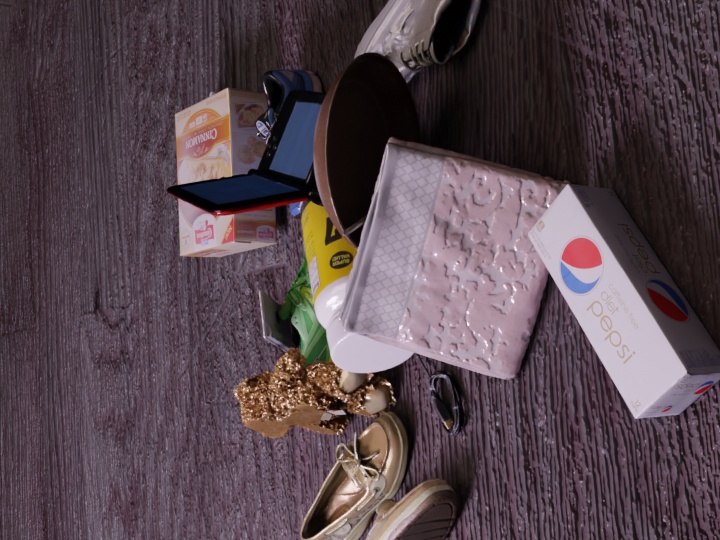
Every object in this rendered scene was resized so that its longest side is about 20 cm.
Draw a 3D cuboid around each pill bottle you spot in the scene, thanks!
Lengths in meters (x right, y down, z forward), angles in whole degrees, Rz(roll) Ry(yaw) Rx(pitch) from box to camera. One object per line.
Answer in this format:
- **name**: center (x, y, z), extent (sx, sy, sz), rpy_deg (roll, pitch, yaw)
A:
- **pill bottle**: center (0.000, 0.000, 1.109), extent (0.114, 0.113, 0.203), rpy_deg (-47, 43, 41)

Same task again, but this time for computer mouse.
- **computer mouse**: center (0.056, 0.099, 1.125), extent (0.201, 0.034, 0.059), rpy_deg (56, 130, 37)

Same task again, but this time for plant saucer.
- **plant saucer**: center (0.004, -0.115, 1.031), extent (0.036, 0.199, 0.205), rpy_deg (2, 90, 29)

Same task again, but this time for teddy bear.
- **teddy bear**: center (-0.053, 0.140, 1.193), extent (0.199, 0.143, 0.068), rpy_deg (-31, 43, 45)

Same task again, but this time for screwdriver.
- **screwdriver**: center (0.039, -0.072, 1.035), extent (0.029, 0.200, 0.028), rpy_deg (48, 132, -3)

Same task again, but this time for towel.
- **towel**: center (0.089, -0.009, 0.976), extent (0.032, 0.187, 0.203), rpy_deg (-86, 11, -71)

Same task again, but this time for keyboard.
- **keyboard**: center (-0.102, 0.066, 1.254), extent (0.200, 0.010, 0.057), rpy_deg (65, -168, -79)

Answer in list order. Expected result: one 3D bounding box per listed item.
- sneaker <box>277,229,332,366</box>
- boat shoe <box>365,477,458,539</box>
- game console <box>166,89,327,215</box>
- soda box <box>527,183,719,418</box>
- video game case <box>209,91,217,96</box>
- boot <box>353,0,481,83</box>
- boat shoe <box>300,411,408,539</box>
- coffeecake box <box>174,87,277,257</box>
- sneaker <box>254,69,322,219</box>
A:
- **sneaker**: center (-0.061, 0.030, 1.231), extent (0.074, 0.082, 0.204), rpy_deg (36, -127, -82)
- **boat shoe**: center (0.039, 0.281, 1.118), extent (0.201, 0.071, 0.077), rpy_deg (-59, 34, 34)
- **game console**: center (-0.109, -0.134, 1.124), extent (0.199, 0.117, 0.175), rpy_deg (24, 92, 61)
- **soda box**: center (0.224, 0.023, 0.874), extent (0.068, 0.063, 0.202), rpy_deg (-53, 49, 38)
- **video game case**: center (-0.178, -0.162, 1.461), extent (0.199, 0.018, 0.146), rpy_deg (33, 114, 49)
- **boot**: center (0.059, -0.243, 1.096), extent (0.202, 0.072, 0.096), rpy_deg (-62, 38, 30)
- **boat shoe**: center (-0.006, 0.248, 1.179), extent (0.074, 0.062, 0.202), rpy_deg (52, 128, 41)
- **coffeecake box**: center (-0.186, -0.128, 1.396), extent (0.152, 0.072, 0.204), rpy_deg (-10, 82, 52)
- **sneaker**: center (-0.092, -0.160, 1.280), extent (0.078, 0.088, 0.204), rpy_deg (-33, 60, 49)
